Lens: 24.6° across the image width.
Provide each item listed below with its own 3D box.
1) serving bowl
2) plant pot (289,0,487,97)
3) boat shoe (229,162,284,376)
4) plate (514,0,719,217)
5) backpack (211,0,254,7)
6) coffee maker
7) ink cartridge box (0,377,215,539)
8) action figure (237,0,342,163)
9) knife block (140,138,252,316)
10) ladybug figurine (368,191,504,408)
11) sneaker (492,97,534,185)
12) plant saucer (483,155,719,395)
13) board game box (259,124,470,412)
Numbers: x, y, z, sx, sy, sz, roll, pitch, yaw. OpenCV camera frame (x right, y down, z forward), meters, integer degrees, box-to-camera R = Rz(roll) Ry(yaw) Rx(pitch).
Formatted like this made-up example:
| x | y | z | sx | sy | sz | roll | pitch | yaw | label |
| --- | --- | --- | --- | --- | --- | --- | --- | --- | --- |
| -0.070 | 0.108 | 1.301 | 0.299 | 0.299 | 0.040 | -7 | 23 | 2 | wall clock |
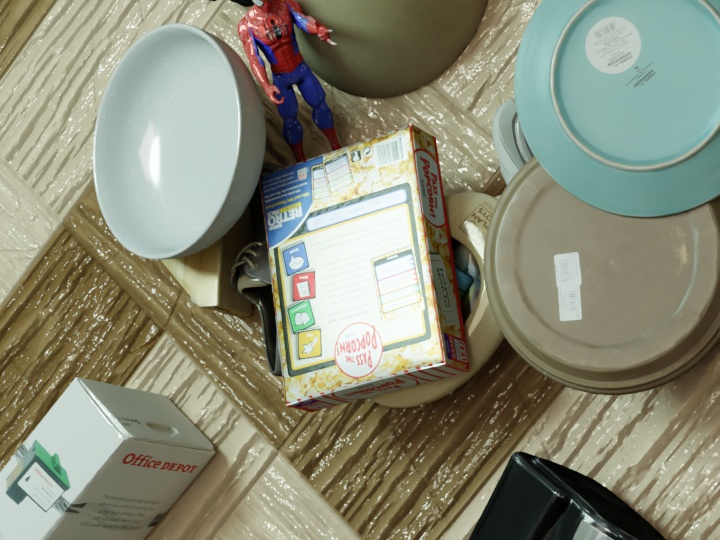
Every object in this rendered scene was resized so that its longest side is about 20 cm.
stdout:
| x | y | z | sx | sy | sz | roll | pitch | yaw | label |
| --- | --- | --- | --- | --- | --- | --- | --- | --- | --- |
| -0.146 | -0.108 | 1.418 | 0.199 | 0.066 | 0.202 | -5 | 84 | 45 | serving bowl |
| -0.005 | -0.262 | 1.422 | 0.199 | 0.134 | 0.202 | -5 | 80 | 26 | plant pot |
| -0.071 | -0.001 | 1.428 | 0.075 | 0.073 | 0.201 | -50 | 54 | 58 | boat shoe |
| 0.205 | -0.139 | 1.189 | 0.199 | 0.026 | 0.202 | 0 | 90 | 20 | plate |
| -0.167 | -0.360 | 1.521 | 0.200 | 0.163 | 0.154 | 34 | 88 | 34 | backpack |
| 0.117 | 0.245 | 1.270 | 0.192 | 0.135 | 0.201 | 32 | 95 | 28 | coffee maker |
| -0.244 | 0.199 | 1.455 | 0.084 | 0.146 | 0.200 | 45 | 101 | 27 | ink cartridge box |
| -0.048 | -0.149 | 1.377 | 0.065 | 0.201 | 0.099 | -27 | 34 | -7 | action figure |
| -0.126 | -0.084 | 1.490 | 0.176 | 0.064 | 0.200 | -48 | 64 | 12 | knife block |
| 0.070 | 0.025 | 1.367 | 0.136 | 0.072 | 0.200 | 42 | 101 | 28 | ladybug figurine |
| 0.163 | -0.048 | 1.339 | 0.076 | 0.080 | 0.201 | -20 | 89 | -12 | sneaker |
| 0.184 | -0.009 | 1.220 | 0.199 | 0.029 | 0.202 | -2 | 84 | 20 | plant saucer |
| 0.000 | 0.000 | 1.341 | 0.151 | 0.046 | 0.201 | -16 | 71 | 27 | board game box |
